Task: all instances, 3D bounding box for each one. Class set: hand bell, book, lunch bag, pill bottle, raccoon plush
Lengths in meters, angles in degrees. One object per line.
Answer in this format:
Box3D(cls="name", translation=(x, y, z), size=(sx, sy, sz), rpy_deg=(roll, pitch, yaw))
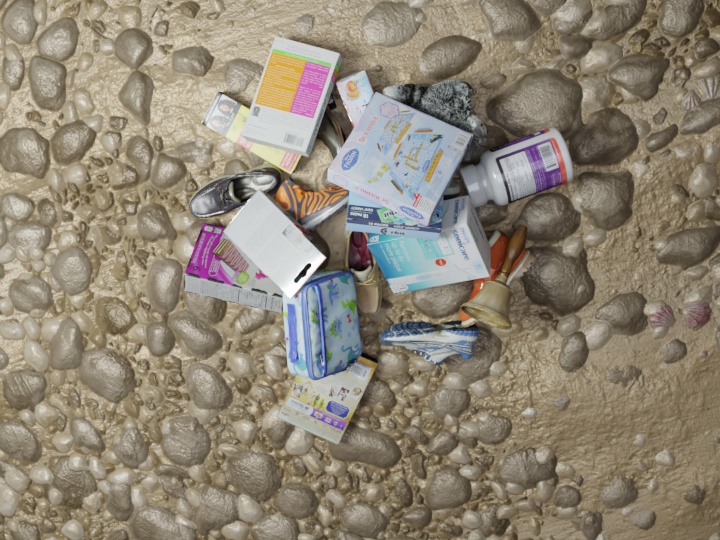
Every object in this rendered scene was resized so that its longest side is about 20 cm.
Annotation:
Box3D(cls="hand bell", translation=(0.280, 0.003, 1.599), size=(0.104, 0.104, 0.200), rpy_deg=(27, 78, -5))
Box3D(cls="book", translation=(-0.127, -0.325, 1.555), size=(0.133, 0.048, 0.201), rpy_deg=(17, 82, 15))
Box3D(cls="lunch bag", translation=(-0.075, 0.104, 1.605), size=(0.082, 0.161, 0.201), rpy_deg=(6, 103, 40))
Box3D(cls="pill bottle", translation=(0.297, -0.191, 1.597), size=(0.199, 0.111, 0.112), rpy_deg=(-19, 101, 5))
Box3D(cls="raccoon plush", translation=(0.143, -0.275, 1.563), size=(0.199, 0.097, 0.134), rpy_deg=(-6, 72, -3))

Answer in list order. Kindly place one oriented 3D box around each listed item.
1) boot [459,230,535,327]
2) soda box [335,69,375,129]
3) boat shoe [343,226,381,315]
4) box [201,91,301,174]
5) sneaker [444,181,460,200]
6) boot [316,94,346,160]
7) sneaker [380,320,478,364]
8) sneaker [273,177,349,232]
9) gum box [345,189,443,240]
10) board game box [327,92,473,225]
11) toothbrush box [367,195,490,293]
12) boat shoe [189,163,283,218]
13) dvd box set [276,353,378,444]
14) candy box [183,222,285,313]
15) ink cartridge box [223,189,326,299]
Box3D(cls="boot", translation=(0.247, 0.016, 1.664), size=(0.107, 0.075, 0.200), rpy_deg=(38, 91, -4))
Box3D(cls="soda box", translation=(0.017, -0.282, 1.603), size=(0.063, 0.068, 0.201), rpy_deg=(-21, 101, 4))
Box3D(cls="boat shoe", translation=(0.000, 0.000, 1.662), size=(0.074, 0.066, 0.201), rpy_deg=(-11, 101, 3))
Box3D(cls="box", translation=(-0.204, -0.268, 1.617), size=(0.200, 0.050, 0.075), rpy_deg=(30, 99, -6))
Box3D(cls="sneaker", translation=(0.103, -0.120, 1.638), size=(0.199, 0.075, 0.085), rpy_deg=(-11, 108, 9))
Box3D(cls="boot", translation=(-0.082, -0.263, 1.594), size=(0.097, 0.075, 0.201), rpy_deg=(-17, 79, 5))
Box3D(cls="sneaker", translation=(0.140, 0.154, 1.690), size=(0.199, 0.077, 0.085), rpy_deg=(0, 106, 1))
Box3D(cls="sneaker", translation=(-0.092, -0.148, 1.629), size=(0.200, 0.078, 0.112), rpy_deg=(-33, 87, -5))
Box3D(cls="gum box", translation=(0.066, -0.158, 1.512), size=(0.169, 0.045, 0.201), rpy_deg=(6, 60, -2))
Box3D(cls="board game box", translation=(0.073, -0.203, 1.487), size=(0.199, 0.041, 0.200), rpy_deg=(26, 62, 8))
Box3D(cls="toothbrush box", translation=(0.134, -0.047, 1.584), size=(0.199, 0.085, 0.147), rpy_deg=(-11, 133, 20))
Box3D(cls="boat shoe", translation=(-0.249, -0.155, 1.633), size=(0.199, 0.065, 0.072), rpy_deg=(-19, 101, 5))
Box3D(cls="dvd box set", translation=(-0.070, 0.246, 1.731), size=(0.146, 0.029, 0.200), rpy_deg=(24, 102, -4))
Box3D(cls="candy box", translation=(-0.231, -0.005, 1.627), size=(0.199, 0.137, 0.061), rpy_deg=(13, 142, -3))
Box3D(cls="ink cartridge box", translation=(-0.155, -0.048, 1.571), size=(0.200, 0.050, 0.109), rpy_deg=(44, 98, 20))
